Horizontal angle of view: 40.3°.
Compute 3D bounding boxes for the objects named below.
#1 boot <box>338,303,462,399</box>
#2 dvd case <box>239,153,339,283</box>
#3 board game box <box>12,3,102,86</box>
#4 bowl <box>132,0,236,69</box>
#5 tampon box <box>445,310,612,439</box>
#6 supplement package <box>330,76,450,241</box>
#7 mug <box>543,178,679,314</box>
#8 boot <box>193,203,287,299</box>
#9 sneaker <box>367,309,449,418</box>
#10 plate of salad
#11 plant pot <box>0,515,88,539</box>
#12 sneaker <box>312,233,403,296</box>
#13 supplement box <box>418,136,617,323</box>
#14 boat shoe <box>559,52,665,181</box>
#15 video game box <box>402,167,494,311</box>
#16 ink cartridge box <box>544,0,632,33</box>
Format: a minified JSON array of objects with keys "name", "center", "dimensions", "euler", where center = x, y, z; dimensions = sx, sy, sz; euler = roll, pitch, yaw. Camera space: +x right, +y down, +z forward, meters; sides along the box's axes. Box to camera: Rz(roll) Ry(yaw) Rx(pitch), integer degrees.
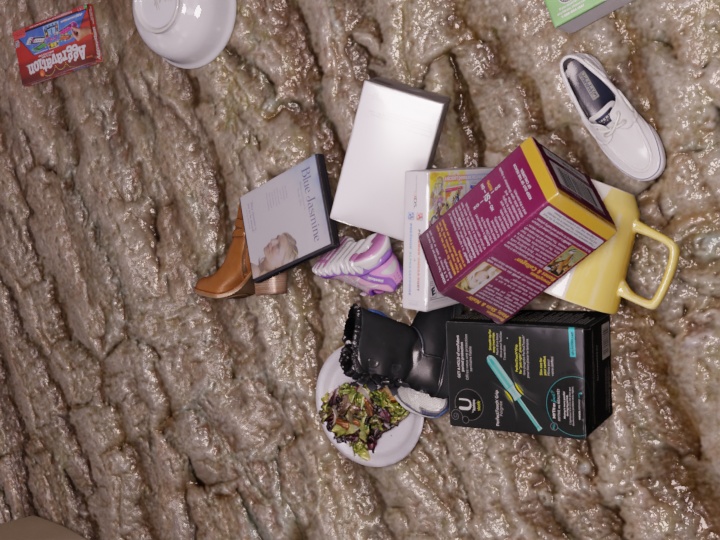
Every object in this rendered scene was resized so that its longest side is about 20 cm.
[{"name":"boot","center":[0.057,0.085,1.405],"dimensions":[0.073,0.161,0.201],"euler":[139,143,-61]},{"name":"dvd case","center":[-0.112,-0.076,1.498],"dimensions":[0.199,0.017,0.145],"euler":[-23,73,43]},{"name":"board game box","center":[-0.560,-0.412,1.810],"dimensions":[0.198,0.019,0.104],"euler":[-9,93,31]},{"name":"bowl","center":[-0.309,-0.437,1.620],"dimensions":[0.199,0.090,0.204],"euler":[5,100,30]},{"name":"tampon box","center":[0.234,0.137,1.361],"dimensions":[0.198,0.126,0.152],"euler":[1,97,31]},{"name":"supplement package","center":[0.044,-0.163,1.417],"dimensions":[0.118,0.121,0.202],"euler":[16,105,5]},{"name":"mug","center":[0.313,-0.035,1.301],"dimensions":[0.184,0.149,0.155],"euler":[19,98,-2]},{"name":"boot","center":[-0.202,-0.033,1.625],"dimensions":[0.198,0.076,0.158],"euler":[-7,86,41]},{"name":"sneaker","center":[0.057,0.138,1.469],"dimensions":[0.077,0.085,0.200],"euler":[-40,72,-4]},{"name":"plate of salad","center":[0.008,0.214,1.549],"dimensions":[0.198,0.048,0.203],"euler":[5,100,29]},{"name":"plant pot","center":[-0.659,0.594,1.915],"dimensions":[0.176,0.199,0.202],"euler":[30,111,36]},{"name":"sneaker","center":[0.000,0.000,1.484],"dimensions":[0.089,0.081,0.199],"euler":[48,158,-20]},{"name":"supplement box","center":[0.192,-0.045,1.216],"dimensions":[0.200,0.130,0.104],"euler":[-41,45,26]},{"name":"boat shoe","center":[0.325,-0.201,1.298],"dimensions":[0.074,0.065,0.201],"euler":[-43,75,27]},{"name":"video game box","center":[0.129,-0.049,1.354],"dimensions":[0.046,0.199,0.185],"euler":[9,101,35]},{"name":"ink cartridge box","center":[0.289,-0.436,1.276],"dimensions":[0.144,0.084,0.202],"euler":[-24,84,30]}]
